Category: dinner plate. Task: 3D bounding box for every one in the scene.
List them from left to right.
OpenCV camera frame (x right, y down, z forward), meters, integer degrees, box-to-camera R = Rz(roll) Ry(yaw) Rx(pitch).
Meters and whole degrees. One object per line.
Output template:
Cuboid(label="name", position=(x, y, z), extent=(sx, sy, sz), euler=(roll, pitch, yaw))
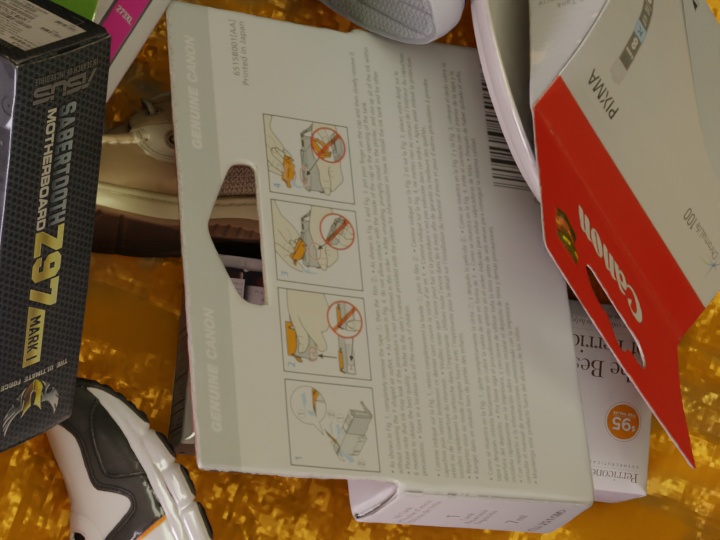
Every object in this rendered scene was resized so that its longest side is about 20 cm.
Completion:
Cuboid(label="dinner plate", position=(0.081, -0.084, 1.076), extent=(0.024, 0.200, 0.200), euler=(-15, 85, 21))

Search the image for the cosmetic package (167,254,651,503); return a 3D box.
Cuboid(label="cosmetic package", position=(0.023, 0.047, 1.099), extent=(0.200, 0.051, 0.083), euler=(7, 82, -12))

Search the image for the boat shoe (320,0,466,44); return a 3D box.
Cuboid(label="boat shoe", position=(-0.017, -0.168, 1.070), extent=(0.067, 0.074, 0.200), euler=(-37, 58, -22))

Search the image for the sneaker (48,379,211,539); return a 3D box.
Cuboid(label="sneaker", position=(-0.089, 0.141, 1.042), extent=(0.080, 0.074, 0.200), euler=(-23, 88, -13))

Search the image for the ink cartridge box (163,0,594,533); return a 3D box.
Cuboid(label="ink cartridge box", position=(0.000, 0.000, 1.031), extent=(0.173, 0.044, 0.200), euler=(7, 64, -27))

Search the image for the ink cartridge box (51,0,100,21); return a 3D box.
Cuboid(label="ink cartridge box", position=(-0.161, -0.134, 0.958), extent=(0.076, 0.148, 0.200), euler=(27, 74, -49))

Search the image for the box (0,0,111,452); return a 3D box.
Cuboid(label="box", position=(-0.182, -0.046, 0.934), extent=(0.200, 0.158, 0.051), euler=(27, 33, 30))

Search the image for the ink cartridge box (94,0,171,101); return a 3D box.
Cuboid(label="ink cartridge box", position=(-0.115, -0.112, 1.030), extent=(0.037, 0.095, 0.200), euler=(44, 63, -35))

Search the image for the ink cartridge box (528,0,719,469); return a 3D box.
Cuboid(label="ink cartridge box", position=(0.118, -0.046, 1.045), extent=(0.047, 0.160, 0.200), euler=(-17, 47, 20))

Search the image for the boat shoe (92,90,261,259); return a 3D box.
Cuboid(label="boat shoe", position=(-0.074, -0.042, 1.083), extent=(0.200, 0.071, 0.065), euler=(7, 76, -22))
